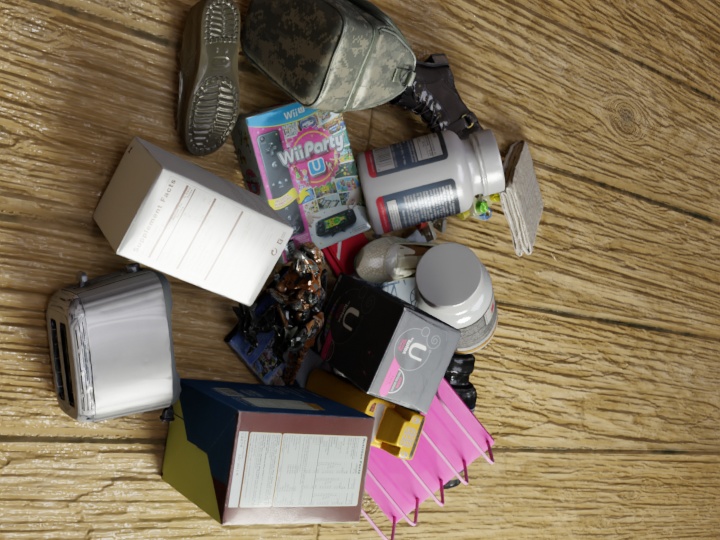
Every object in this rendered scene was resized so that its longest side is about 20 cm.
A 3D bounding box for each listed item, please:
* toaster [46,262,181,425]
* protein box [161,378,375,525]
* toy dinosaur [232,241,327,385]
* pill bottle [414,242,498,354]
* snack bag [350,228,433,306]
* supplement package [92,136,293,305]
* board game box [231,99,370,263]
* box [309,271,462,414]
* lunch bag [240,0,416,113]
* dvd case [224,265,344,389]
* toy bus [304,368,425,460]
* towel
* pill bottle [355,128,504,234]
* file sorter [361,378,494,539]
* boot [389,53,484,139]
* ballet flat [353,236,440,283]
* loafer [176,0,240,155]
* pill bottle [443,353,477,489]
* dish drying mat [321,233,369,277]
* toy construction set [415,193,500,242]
[{"bbox_3d":[-0.294,0.097,1.120,0.128,0.113,0.204,-10,103,-34],"label":"toaster"},{"bbox_3d":[-0.121,0.229,1.206,0.197,0.197,0.138,9,90,-34],"label":"protein box"},{"bbox_3d":[-0.086,0.067,1.270,0.135,0.101,0.204,-29,113,-47],"label":"toy dinosaur"},{"bbox_3d":[0.139,0.041,1.369,0.118,0.115,0.200,-64,161,-15],"label":"pill bottle"},{"bbox_3d":[0.070,0.045,1.457,0.200,0.021,0.191,-40,119,-36],"label":"snack bag"},{"bbox_3d":[-0.205,-0.059,1.155,0.198,0.117,0.118,25,101,-37],"label":"supplement package"},{"bbox_3d":[-0.082,-0.131,1.291,0.146,0.064,0.203,-23,107,-26],"label":"board game box"},{"bbox_3d":[0.028,0.095,1.285,0.105,0.199,0.124,23,91,-30],"label":"box"},{"bbox_3d":[-0.039,-0.302,1.236,0.166,0.200,0.141,-1,123,-47],"label":"lunch bag"},{"bbox_3d":[-0.091,0.114,1.348,0.143,0.017,0.201,-52,122,-24],"label":"dvd case"},{"bbox_3d":[0.002,0.194,1.285,0.078,0.199,0.066,23,87,-33],"label":"toy bus"},{"bbox_3d":[0.267,-0.122,1.565,0.201,0.034,0.134,-58,134,-57],"label":"towel"},{"bbox_3d":[0.101,-0.132,1.342,0.196,0.120,0.122,-14,106,3],"label":"pill bottle"},{"bbox_3d":[0.077,0.271,1.349,0.199,0.125,0.139,-40,92,8],"label":"file sorter"},{"bbox_3d":[0.111,-0.229,1.413,0.198,0.069,0.176,-26,87,-37],"label":"boot"},{"bbox_3d":[0.077,-0.019,1.401,0.198,0.062,0.069,-7,97,-44],"label":"ballet flat"},{"bbox_3d":[-0.195,-0.249,1.200,0.075,0.067,0.203,1,109,-36],"label":"loafer"},{"bbox_3d":[0.121,0.225,1.460,0.111,0.111,0.204,4,99,-39],"label":"pill bottle"},{"bbox_3d":[0.000,0.000,1.413,0.077,0.018,0.202,-46,121,-28],"label":"dish drying mat"},{"bbox_3d":[0.136,-0.119,1.475,0.199,0.091,0.134,-25,109,-47],"label":"toy construction set"}]
